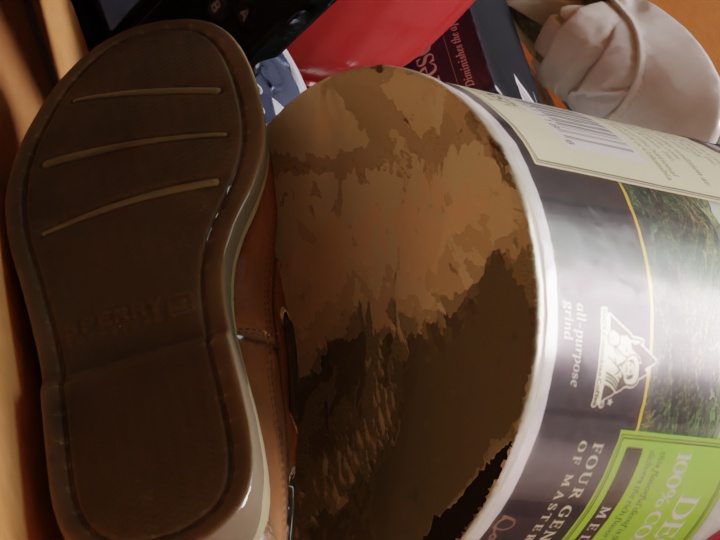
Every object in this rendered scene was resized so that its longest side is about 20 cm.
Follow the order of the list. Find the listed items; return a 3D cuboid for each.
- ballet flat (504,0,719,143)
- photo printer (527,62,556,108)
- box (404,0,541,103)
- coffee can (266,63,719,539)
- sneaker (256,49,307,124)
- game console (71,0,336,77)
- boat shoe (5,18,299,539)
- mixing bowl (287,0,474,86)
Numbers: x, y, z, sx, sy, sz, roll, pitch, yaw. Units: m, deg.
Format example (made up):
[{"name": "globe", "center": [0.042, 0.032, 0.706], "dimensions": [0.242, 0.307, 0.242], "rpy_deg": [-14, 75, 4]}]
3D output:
[{"name": "ballet flat", "center": [0.097, -0.110, 1.070], "dimensions": [0.200, 0.069, 0.070], "rpy_deg": [59, -6, 49]}, {"name": "photo printer", "center": [0.033, 0.000, 1.069], "dimensions": [0.069, 0.166, 0.201], "rpy_deg": [22, 40, -38]}, {"name": "box", "center": [-0.005, -0.093, 1.032], "dimensions": [0.079, 0.141, 0.201], "rpy_deg": [46, 21, -43]}, {"name": "coffee can", "center": [0.069, 0.027, 0.696], "dimensions": [0.199, 0.146, 0.147], "rpy_deg": [8, 55, -41]}, {"name": "sneaker", "center": [-0.049, -0.028, 0.778], "dimensions": [0.109, 0.070, 0.201], "rpy_deg": [61, 14, -72]}, {"name": "game console", "center": [-0.083, -0.163, 0.703], "dimensions": [0.116, 0.176, 0.201], "rpy_deg": [2, 58, -45]}, {"name": "boat shoe", "center": [-0.053, 0.018, 0.622], "dimensions": [0.068, 0.071, 0.201], "rpy_deg": [73, 12, -46]}, {"name": "mixing bowl", "center": [-0.028, -0.139, 0.917], "dimensions": [0.200, 0.199, 0.109], "rpy_deg": [-92, -160, -73]}]
